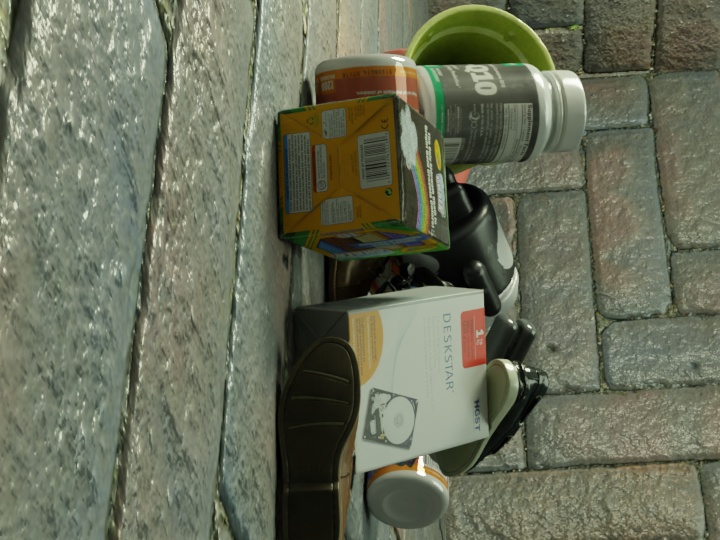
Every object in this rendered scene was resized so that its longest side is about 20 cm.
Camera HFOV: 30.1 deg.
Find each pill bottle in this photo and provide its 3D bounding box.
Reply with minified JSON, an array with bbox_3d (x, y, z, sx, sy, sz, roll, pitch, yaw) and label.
[{"bbox_3d":[0.066,0.243,1.835,0.201,0.111,0.113,-86,170,-49],"label":"pill bottle"},{"bbox_3d":[0.150,-0.181,1.543,0.113,0.198,0.114,176,-90,-73],"label":"pill bottle"},{"bbox_3d":[0.010,-0.126,1.454,0.112,0.111,0.202,2,85,-83],"label":"pill bottle"}]

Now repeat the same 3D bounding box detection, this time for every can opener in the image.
[{"bbox_3d":[0.130,0.132,1.518,0.201,0.053,0.067,-65,-152,19],"label":"can opener"}]

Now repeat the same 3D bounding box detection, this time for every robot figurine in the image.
[{"bbox_3d":[0.114,-0.022,1.570,0.201,0.124,0.151,64,37,-34],"label":"robot figurine"}]

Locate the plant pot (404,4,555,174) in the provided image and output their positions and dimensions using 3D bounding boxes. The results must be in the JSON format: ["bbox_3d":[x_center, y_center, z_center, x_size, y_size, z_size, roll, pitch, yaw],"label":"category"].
[{"bbox_3d":[0.126,-0.208,1.699,0.184,0.198,0.202,140,-50,-73],"label":"plant pot"}]

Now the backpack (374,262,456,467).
[{"bbox_3d":[0.048,0.117,1.500,0.201,0.126,0.168,-58,160,-32],"label":"backpack"}]

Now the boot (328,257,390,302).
[{"bbox_3d":[0.000,0.000,1.540,0.074,0.075,0.202,36,54,-87],"label":"boot"}]

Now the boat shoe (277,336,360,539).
[{"bbox_3d":[-0.039,0.162,1.189,0.068,0.071,0.202,80,18,-72],"label":"boat shoe"}]

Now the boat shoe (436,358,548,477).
[{"bbox_3d":[0.141,0.159,1.431,0.200,0.066,0.075,115,-35,-44],"label":"boat shoe"}]

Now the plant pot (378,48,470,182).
[{"bbox_3d":[0.078,-0.180,1.867,0.201,0.198,0.179,74,24,-62],"label":"plant pot"}]

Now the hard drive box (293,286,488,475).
[{"bbox_3d":[0.034,0.103,1.326,0.199,0.076,0.158,-9,97,-45],"label":"hard drive box"}]

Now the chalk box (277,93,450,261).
[{"bbox_3d":[0.012,-0.081,1.305,0.200,0.123,0.126,25,61,-69],"label":"chalk box"}]

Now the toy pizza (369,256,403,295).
[{"bbox_3d":[0.061,-0.034,1.719,0.032,0.199,0.202,-9,97,-49],"label":"toy pizza"}]

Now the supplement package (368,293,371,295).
[{"bbox_3d":[0.061,0.022,1.883,0.110,0.113,0.201,82,8,-47],"label":"supplement package"}]
